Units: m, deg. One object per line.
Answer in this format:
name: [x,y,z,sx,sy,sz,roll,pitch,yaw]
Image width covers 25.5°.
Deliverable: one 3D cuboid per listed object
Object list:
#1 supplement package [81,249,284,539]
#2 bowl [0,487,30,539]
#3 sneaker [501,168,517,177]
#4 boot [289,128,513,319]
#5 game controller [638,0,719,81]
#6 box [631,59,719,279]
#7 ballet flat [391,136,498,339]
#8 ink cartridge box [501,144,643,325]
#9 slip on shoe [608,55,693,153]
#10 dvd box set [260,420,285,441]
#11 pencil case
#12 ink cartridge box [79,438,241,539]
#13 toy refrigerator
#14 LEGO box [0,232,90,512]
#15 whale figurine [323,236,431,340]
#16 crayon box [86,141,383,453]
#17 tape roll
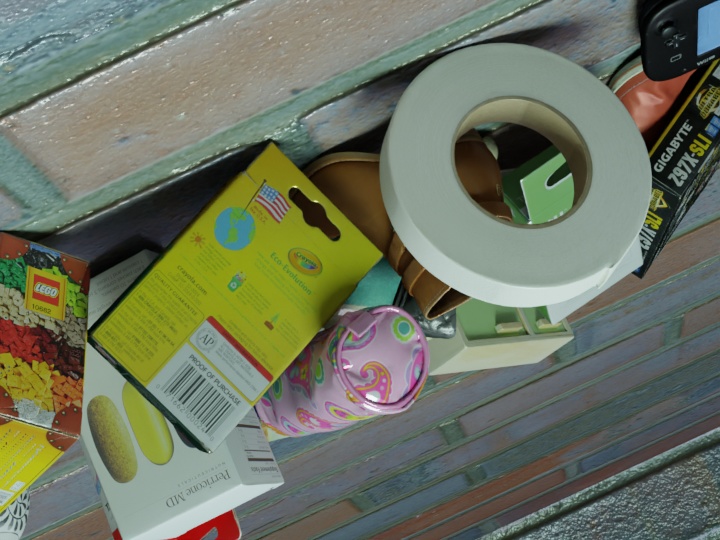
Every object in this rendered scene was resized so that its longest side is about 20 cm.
supplement package: [-0.160,0.102,1.276,0.113,0.202,0.109,-27,167,11]
bowl: [-0.410,0.265,1.587,0.199,0.095,0.201,-21,160,-8]
sneaker: [0.115,-0.041,1.474,0.080,0.071,0.200,-30,171,-40]
boot: [0.025,-0.027,1.238,0.199,0.156,0.073,-36,154,27]
game controller: [0.309,-0.214,1.247,0.198,0.042,0.105,-24,142,-1]
box: [0.293,-0.097,1.439,0.160,0.049,0.200,-55,168,-17]
ballet flat: [0.077,-0.027,1.305,0.056,0.201,0.067,24,149,-1]
ink cartridge box: [0.175,-0.055,1.354,0.103,0.059,0.201,-32,141,-9]
slip on shoe: [0.239,-0.131,1.376,0.073,0.062,0.200,-11,156,-30]
dvd box set: [-0.096,0.126,1.627,0.198,0.030,0.147,-11,143,-24]
pencil case: [-0.021,0.081,1.251,0.087,0.088,0.200,-15,176,-26]
ink cartridge box: [-0.191,0.177,1.452,0.067,0.202,0.116,-9,156,-38]
toy refrigerator: [0.144,0.059,1.742,0.199,0.077,0.070,-1,151,-48]
LEGO box: [-0.280,0.093,1.177,0.077,0.150,0.200,20,138,-30]
whale figurine: [0.000,0.000,1.344,0.199,0.158,0.105,0,110,-51]
crayon box: [-0.093,0.020,1.189,0.200,0.127,0.051,-47,-170,-14]
tape roll: [0.113,-0.071,1.161,0.201,0.204,0.037,-18,160,-18]
